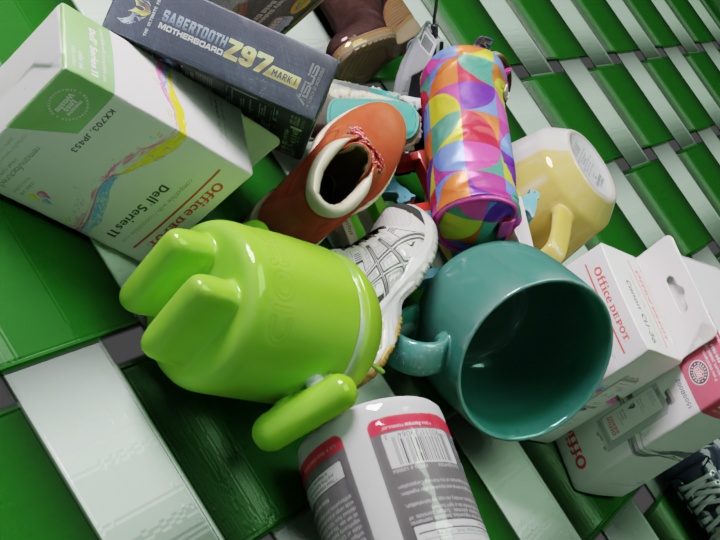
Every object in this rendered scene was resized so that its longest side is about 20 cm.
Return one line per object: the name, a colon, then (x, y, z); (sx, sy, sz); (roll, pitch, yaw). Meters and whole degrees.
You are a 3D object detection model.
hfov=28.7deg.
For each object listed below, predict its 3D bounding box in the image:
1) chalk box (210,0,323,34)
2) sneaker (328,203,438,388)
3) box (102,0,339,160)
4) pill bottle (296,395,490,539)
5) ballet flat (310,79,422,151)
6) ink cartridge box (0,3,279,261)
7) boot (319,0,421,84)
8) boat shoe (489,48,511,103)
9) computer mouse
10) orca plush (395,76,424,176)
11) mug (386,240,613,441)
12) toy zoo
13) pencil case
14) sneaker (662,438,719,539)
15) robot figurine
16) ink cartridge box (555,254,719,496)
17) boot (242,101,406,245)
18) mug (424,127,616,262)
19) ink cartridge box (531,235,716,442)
chalk box: (-0.116, -0.267, 1.228); (0.200, 0.124, 0.124); (-6, 64, -60)
sneaker: (0.000, 0.000, 1.132); (0.088, 0.076, 0.200); (38, 42, -15)
box: (-0.101, -0.145, 1.026); (0.157, 0.051, 0.200); (23, -6, -3)
pill bottle: (0.035, 0.196, 0.950); (0.110, 0.111, 0.201); (17, 45, -48)
ballet flat: (-0.043, -0.139, 1.242); (0.199, 0.064, 0.076); (16, 75, -14)
ink cartridge box: (-0.156, -0.079, 0.960); (0.199, 0.117, 0.068); (28, 35, -39)
boot: (-0.031, -0.276, 1.451); (0.166, 0.072, 0.200); (43, 29, 6)
boat shoe: (0.107, -0.165, 1.439); (0.066, 0.072, 0.201); (41, -18, 20)
computer mouse: (0.057, -0.214, 1.425); (0.044, 0.201, 0.110); (9, 26, 12)
orca plush: (0.040, -0.134, 1.321); (0.200, 0.105, 0.071); (33, 19, -32)
mug: (0.111, 0.045, 1.187); (0.185, 0.152, 0.114); (37, 4, -35)
toy zoo: (0.072, -0.050, 1.266); (0.199, 0.020, 0.132); (-11, 63, -23)
pencil case: (0.099, -0.112, 1.247); (0.088, 0.088, 0.201); (32, 44, -35)
sneaker: (0.362, 0.246, 1.436); (0.200, 0.070, 0.109); (51, 26, -11)
robot figurine: (-0.066, 0.032, 0.971); (0.199, 0.116, 0.176); (14, 33, -47)
ink cartridge box: (0.269, 0.103, 1.318); (0.083, 0.200, 0.147); (14, 46, -45)
boot: (-0.005, -0.086, 1.142); (0.075, 0.107, 0.200); (45, 50, -6)
mug: (0.172, -0.049, 1.383); (0.149, 0.153, 0.187); (25, 41, -47)
ink cartridge box: (0.209, 0.058, 1.275); (0.067, 0.200, 0.117); (17, 44, -48)
